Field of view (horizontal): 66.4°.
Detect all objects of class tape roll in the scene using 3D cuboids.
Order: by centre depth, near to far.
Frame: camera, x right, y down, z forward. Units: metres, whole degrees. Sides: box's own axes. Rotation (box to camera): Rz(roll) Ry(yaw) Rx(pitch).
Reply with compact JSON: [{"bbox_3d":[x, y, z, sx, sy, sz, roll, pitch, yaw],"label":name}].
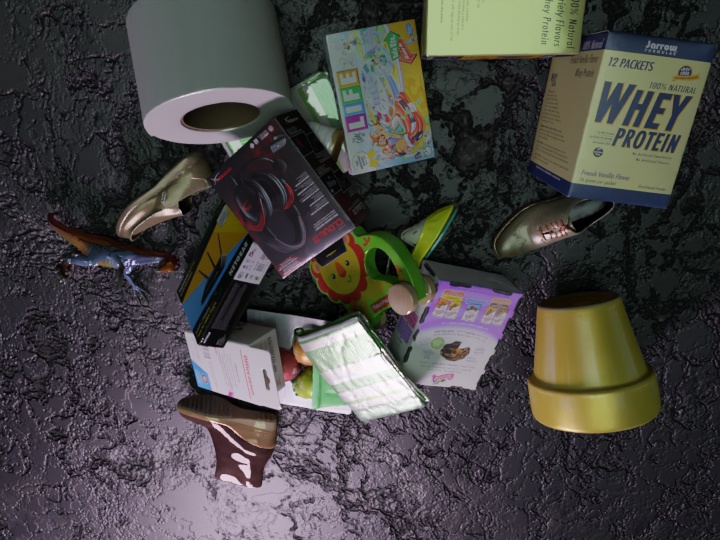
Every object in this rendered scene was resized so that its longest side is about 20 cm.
[{"bbox_3d":[-0.200,-0.270,0.743,0.202,0.203,0.140,-11,88,6],"label":"tape roll"}]

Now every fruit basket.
[{"bbox_3d":[-0.108,0.163,0.992,0.199,0.094,0.186,8,111,16],"label":"fruit basket"}]

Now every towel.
[{"bbox_3d":[-0.108,-0.201,0.872,0.199,0.023,0.153,-25,108,9],"label":"towel"},{"bbox_3d":[0.001,0.161,0.892,0.152,0.023,0.200,-24,114,35],"label":"towel"}]

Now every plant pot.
[{"bbox_3d":[0.372,0.139,0.906,0.200,0.201,0.190,-9,95,6],"label":"plant pot"}]

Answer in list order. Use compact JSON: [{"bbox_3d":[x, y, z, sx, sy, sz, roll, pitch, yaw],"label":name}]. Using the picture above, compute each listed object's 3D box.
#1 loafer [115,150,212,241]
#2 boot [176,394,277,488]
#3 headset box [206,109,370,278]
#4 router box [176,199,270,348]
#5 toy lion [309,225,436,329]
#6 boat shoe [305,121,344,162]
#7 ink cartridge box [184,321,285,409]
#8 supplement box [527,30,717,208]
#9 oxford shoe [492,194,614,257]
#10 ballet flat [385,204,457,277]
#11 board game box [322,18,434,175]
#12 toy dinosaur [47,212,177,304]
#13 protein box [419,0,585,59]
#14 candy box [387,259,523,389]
[{"bbox_3d":[-0.315,-0.109,0.892,0.200,0.076,0.067,-39,98,15],"label":"loafer"},{"bbox_3d":[-0.265,0.334,1.054,0.199,0.072,0.167,16,108,-7],"label":"boot"},{"bbox_3d":[-0.093,-0.098,0.778,0.148,0.075,0.200,-32,100,29],"label":"headset box"},{"bbox_3d":[-0.222,0.002,0.892,0.051,0.149,0.200,16,114,-41],"label":"router box"},{"bbox_3d":[0.000,0.000,0.877,0.200,0.069,0.192,-33,83,46],"label":"toy lion"},{"bbox_3d":[-0.086,-0.133,0.844,0.069,0.071,0.201,24,118,4],"label":"boat shoe"},{"bbox_3d":[-0.200,0.154,0.942,0.199,0.068,0.116,7,115,33],"label":"ink cartridge box"},{"bbox_3d":[0.343,-0.212,0.763,0.134,0.200,0.201,6,109,-1],"label":"supplement box"},{"bbox_3d":[0.306,-0.077,0.881,0.200,0.075,0.071,-32,107,13],"label":"oxford shoe"},{"bbox_3d":[0.088,-0.030,0.915,0.067,0.067,0.201,27,110,2],"label":"ballet flat"},{"bbox_3d":[0.030,-0.257,0.825,0.134,0.034,0.201,-14,107,-8],"label":"board game box"},{"bbox_3d":[-0.410,-0.027,0.924,0.181,0.105,0.201,-18,97,-13],"label":"toy dinosaur"},{"bbox_3d":[0.185,-0.391,0.738,0.199,0.135,0.200,0,110,3],"label":"protein box"},{"bbox_3d":[0.151,0.096,0.922,0.167,0.072,0.201,10,114,-24],"label":"candy box"}]
